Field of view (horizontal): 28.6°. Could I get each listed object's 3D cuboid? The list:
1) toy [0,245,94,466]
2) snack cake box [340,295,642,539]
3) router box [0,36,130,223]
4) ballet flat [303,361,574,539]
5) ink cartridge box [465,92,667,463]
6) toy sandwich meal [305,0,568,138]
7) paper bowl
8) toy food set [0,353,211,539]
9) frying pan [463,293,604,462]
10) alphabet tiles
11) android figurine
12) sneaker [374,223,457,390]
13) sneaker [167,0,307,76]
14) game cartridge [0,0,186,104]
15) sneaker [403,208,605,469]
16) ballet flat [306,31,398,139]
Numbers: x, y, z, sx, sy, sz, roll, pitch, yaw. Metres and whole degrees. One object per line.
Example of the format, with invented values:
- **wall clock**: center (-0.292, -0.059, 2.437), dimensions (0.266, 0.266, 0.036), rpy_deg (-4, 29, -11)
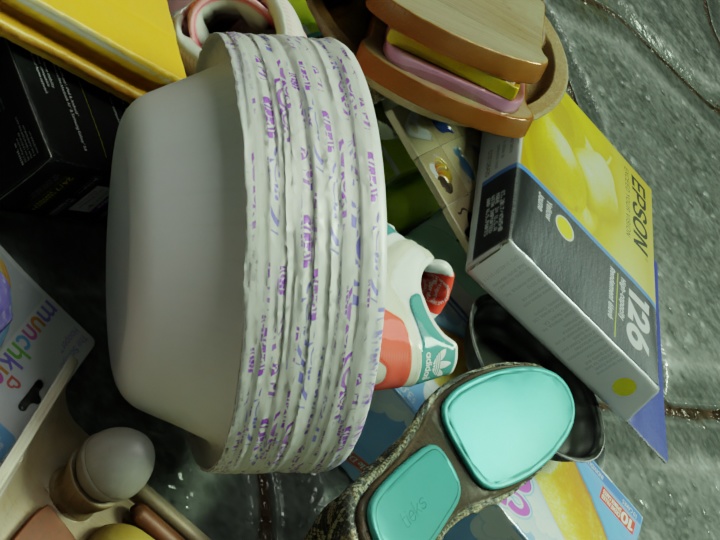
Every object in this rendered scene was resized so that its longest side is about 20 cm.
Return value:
- **toy**: center (-0.200, -0.015, 0.625), dimensions (0.200, 0.047, 0.116), rpy_deg (46, 34, -13)
- **snack cake box**: center (0.074, 0.124, 0.839), dimensions (0.200, 0.067, 0.115), rpy_deg (49, 31, -9)
- **router box**: center (-0.164, -0.123, 0.752), dimensions (0.149, 0.051, 0.202), rpy_deg (7, 56, -61)
- **ballet flat**: center (0.033, 0.103, 0.718), dimensions (0.199, 0.075, 0.068), rpy_deg (-30, 93, -49)
- **ink cartridge box**: center (0.150, -0.012, 0.907), dimensions (0.200, 0.047, 0.199), rpy_deg (40, 35, -24)
- **toy sandwich meal**: center (0.053, -0.165, 0.859), dimensions (0.202, 0.071, 0.207), rpy_deg (17, 43, -16)
- **paper bowl**: center (-0.061, -0.008, 0.653), dimensions (0.103, 0.202, 0.203), rpy_deg (1, 53, -15)
- **toy food set**: center (-0.084, 0.147, 0.614), dimensions (0.200, 0.060, 0.144), rpy_deg (44, 33, -16)
- **frying pan**: center (0.094, 0.038, 0.855), dimensions (0.114, 0.031, 0.192), rpy_deg (28, 34, -35)
- **alphabet tiles**: center (0.085, -0.078, 0.917), dimensions (0.168, 0.006, 0.200), rpy_deg (60, 32, 0)
- **android figurine**: center (-0.007, -0.111, 0.974), dimensions (0.183, 0.041, 0.200), rpy_deg (56, 31, 2)
- **sneaker**: center (0.000, 0.000, 0.799), dimensions (0.092, 0.071, 0.201), rpy_deg (4, 33, -15)
- **sneaker**: center (-0.075, -0.139, 0.812), dimensions (0.201, 0.075, 0.105), rpy_deg (57, -5, 42)
- **game cartridge**: center (-0.174, -0.192, 0.713), dimensions (0.175, 0.032, 0.202), rpy_deg (26, 37, -48)
- **sneaker**: center (0.105, 0.040, 0.944), dimensions (0.201, 0.074, 0.118), rpy_deg (48, 38, -5)
- **ballet flat**: center (0.023, -0.120, 0.943), dimensions (0.199, 0.070, 0.066), rpy_deg (-8, 93, -55)
